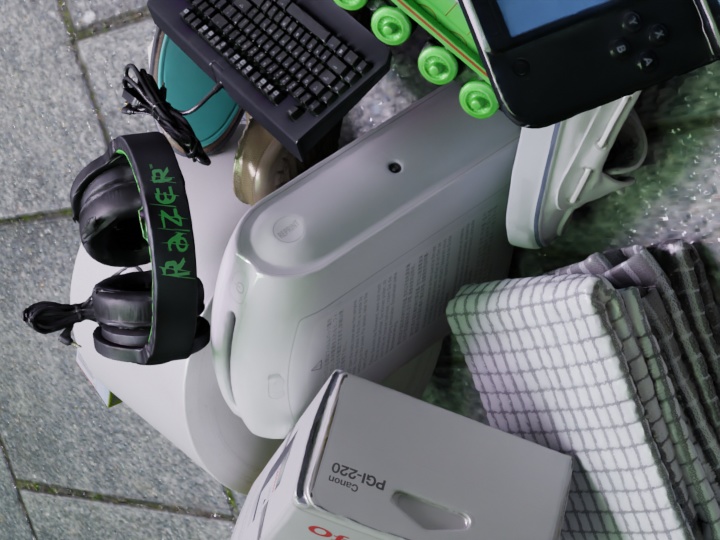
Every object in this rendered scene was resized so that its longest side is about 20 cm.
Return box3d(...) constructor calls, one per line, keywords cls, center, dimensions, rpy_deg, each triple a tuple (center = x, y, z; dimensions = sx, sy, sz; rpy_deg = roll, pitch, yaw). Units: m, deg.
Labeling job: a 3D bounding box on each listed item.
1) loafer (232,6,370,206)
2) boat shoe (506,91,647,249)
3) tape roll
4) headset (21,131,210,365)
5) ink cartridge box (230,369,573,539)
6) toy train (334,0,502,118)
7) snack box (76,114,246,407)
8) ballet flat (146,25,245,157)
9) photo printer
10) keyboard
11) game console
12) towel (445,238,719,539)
box3d(cls="loafer", center=(-0.043, -0.101, 1.278), dimensions=(0.067, 0.200, 0.076), rpy_deg=(7, 128, 12))
box3d(cls="boat shoe", center=(0.117, -0.064, 1.154), dimensions=(0.065, 0.074, 0.200), rpy_deg=(15, 157, 6))
box3d(cls="tape roll", center=(-0.063, 0.025, 1.384), dimensions=(0.139, 0.202, 0.204), rpy_deg=(34, 137, 45))
box3d(cls="headset", center=(-0.136, -0.002, 1.224), dimensions=(0.200, 0.093, 0.124), rpy_deg=(132, 129, -71))
box3d(cls="ink cartridge box", center=(0.015, 0.146, 1.231), dimensions=(0.145, 0.085, 0.200), rpy_deg=(21, 154, -8))
box3d(cls="toy train", center=(0.015, -0.157, 1.147), dimensions=(0.200, 0.042, 0.056), rpy_deg=(39, 130, -6))
box3d(cls="snack box", center=(-0.119, -0.008, 1.512), dimensions=(0.053, 0.142, 0.201), rpy_deg=(50, 147, 29))
box3d(cls="ballet flat", center=(-0.100, -0.158, 1.396), dimensions=(0.073, 0.073, 0.202), rpy_deg=(150, 127, -61))
box3d(cls="photo printer", center=(0.000, 0.000, 1.243), dimensions=(0.069, 0.199, 0.167), rpy_deg=(43, 151, 26))
box3d(cls="keyboard", center=(-0.072, -0.116, 1.223), dimensions=(0.021, 0.127, 0.200), rpy_deg=(45, 179, -40))
box3d(cls="game console", center=(0.119, -0.190, 1.000), dimensions=(0.118, 0.170, 0.201), rpy_deg=(126, 123, -82))
box3d(cls="towel", center=(0.144, 0.085, 1.206), dimensions=(0.165, 0.085, 0.201), rpy_deg=(-14, 100, 62))
